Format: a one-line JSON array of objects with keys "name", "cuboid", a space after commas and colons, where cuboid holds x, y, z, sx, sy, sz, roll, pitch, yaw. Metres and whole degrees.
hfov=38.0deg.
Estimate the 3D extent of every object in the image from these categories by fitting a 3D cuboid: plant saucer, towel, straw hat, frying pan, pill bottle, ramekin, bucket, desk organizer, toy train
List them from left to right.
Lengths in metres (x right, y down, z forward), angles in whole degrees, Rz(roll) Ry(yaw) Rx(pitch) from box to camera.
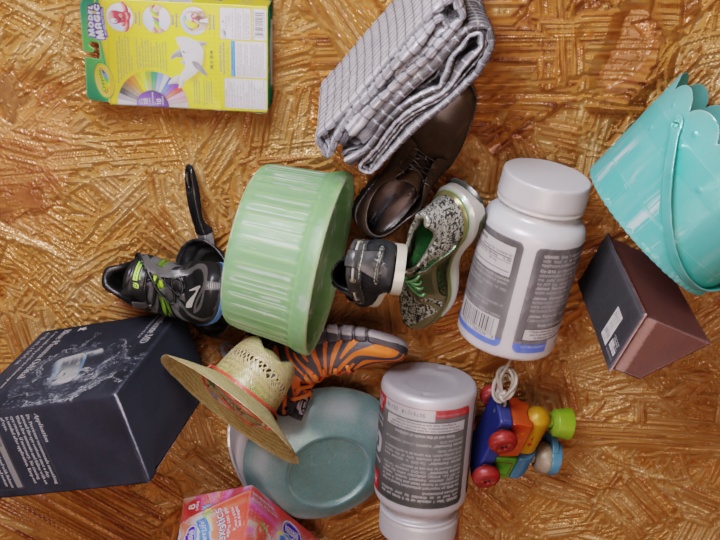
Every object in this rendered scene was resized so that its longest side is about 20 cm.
[{"name": "frying pan", "cuboid": [-0.187, -0.017, 1.209, 0.115, 0.031, 0.191, -23, 84, 46]}, {"name": "straw hat", "cuboid": [-0.116, 0.119, 1.132, 0.201, 0.201, 0.085, 41, 72, -14]}, {"name": "ramekin", "cuboid": [-0.078, -0.017, 1.122, 0.097, 0.200, 0.201, 13, 115, 6]}, {"name": "plant saucer", "cuboid": [-0.043, 0.237, 1.286, 0.200, 0.039, 0.202, -6, 119, -12]}, {"name": "towel", "cuboid": [0.045, -0.197, 1.045, 0.086, 0.166, 0.200, 37, 112, -19]}, {"name": "pill bottle", "cuboid": [0.074, 0.222, 1.251, 0.114, 0.114, 0.201, 5, 108, 2]}, {"name": "pill bottle", "cuboid": [0.181, -0.013, 1.146, 0.113, 0.114, 0.201, 11, 115, -1]}, {"name": "toy train", "cuboid": [0.201, 0.174, 1.229, 0.115, 0.085, 0.200, 5, 134, -11]}, {"name": "desk organizer", "cuboid": [0.297, 0.042, 1.116, 0.077, 0.200, 0.072, 22, 114, -8]}, {"name": "bucket", "cuboid": [0.342, -0.082, 1.061, 0.207, 0.207, 0.135, 40, 115, -14]}]

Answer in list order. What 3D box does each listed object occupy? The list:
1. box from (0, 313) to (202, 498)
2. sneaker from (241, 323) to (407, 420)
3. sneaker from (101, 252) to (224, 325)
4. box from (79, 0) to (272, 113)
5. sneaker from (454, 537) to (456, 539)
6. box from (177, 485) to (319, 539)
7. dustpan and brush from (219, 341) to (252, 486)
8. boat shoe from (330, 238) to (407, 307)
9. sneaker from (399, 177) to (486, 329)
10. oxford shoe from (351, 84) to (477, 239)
[{"name": "box", "cuboid": [-0.307, 0.149, 1.199, 0.199, 0.197, 0.118, -9, 113, 16]}, {"name": "sneaker", "cuboid": [-0.045, 0.121, 1.222, 0.199, 0.078, 0.112, 2, 79, 14]}, {"name": "sneaker", "cuboid": [-0.217, 0.020, 1.161, 0.199, 0.083, 0.071, 2, 82, 44]}, {"name": "box", "cuboid": [-0.194, -0.232, 1.111, 0.199, 0.048, 0.118, 3, 115, 0]}, {"name": "sneaker", "cuboid": [0.047, 0.396, 1.340, 0.200, 0.074, 0.087, -35, 122, -9]}, {"name": "box", "cuboid": [-0.132, 0.356, 1.301, 0.102, 0.095, 0.200, -15, 139, 22]}, {"name": "dustpan and brush", "cuboid": [-0.120, 0.174, 1.290, 0.139, 0.057, 0.200, -27, 120, 1]}, {"name": "boat shoe", "cuboid": [0.000, 0.000, 1.131, 0.067, 0.200, 0.072, 4, 83, -9]}, {"name": "sneaker", "cuboid": [0.064, -0.009, 1.148, 0.077, 0.088, 0.200, 43, 137, 30]}, {"name": "oxford shoe", "cuboid": [0.066, -0.114, 1.119, 0.073, 0.084, 0.200, 28, 101, -12]}]
